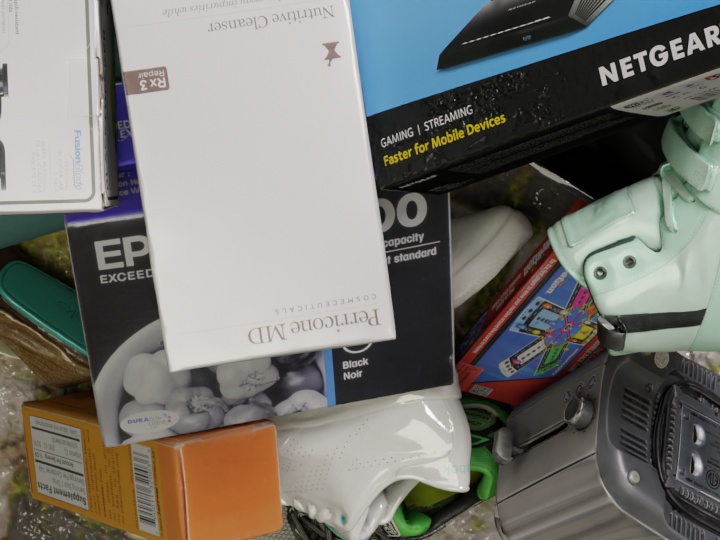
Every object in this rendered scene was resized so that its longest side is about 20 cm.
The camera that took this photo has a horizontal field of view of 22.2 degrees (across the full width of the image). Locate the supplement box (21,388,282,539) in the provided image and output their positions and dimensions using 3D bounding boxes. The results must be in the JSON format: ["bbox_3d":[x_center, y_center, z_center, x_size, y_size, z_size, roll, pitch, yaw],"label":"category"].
[{"bbox_3d":[-0.126,0.111,1.074,0.066,0.200,0.069,-10,101,-34],"label":"supplement box"}]

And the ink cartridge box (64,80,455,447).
[{"bbox_3d":[-0.050,-0.011,0.951,0.198,0.043,0.200,-10,124,-8],"label":"ink cartridge box"}]

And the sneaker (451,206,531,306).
[{"bbox_3d":[0.000,0.000,1.075,0.200,0.075,0.089,-28,94,18],"label":"sneaker"}]

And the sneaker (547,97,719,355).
[{"bbox_3d":[0.142,-0.046,0.846,0.118,0.074,0.201,-9,113,4],"label":"sneaker"}]

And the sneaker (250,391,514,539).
[{"bbox_3d":[0.002,0.135,1.126,0.200,0.085,0.078,-28,106,18],"label":"sneaker"}]

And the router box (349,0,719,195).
[{"bbox_3d":[0.084,-0.131,0.822,0.200,0.051,0.149,-18,76,38],"label":"router box"}]

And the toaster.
[{"bbox_3d":[0.172,0.127,1.061,0.200,0.114,0.129,27,147,-26],"label":"toaster"}]

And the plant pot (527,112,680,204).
[{"bbox_3d":[0.185,-0.134,0.944,0.200,0.177,0.200,32,113,-5],"label":"plant pot"}]

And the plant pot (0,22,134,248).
[{"bbox_3d":[-0.156,-0.118,0.988,0.161,0.201,0.201,-10,110,5],"label":"plant pot"}]

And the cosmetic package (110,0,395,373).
[{"bbox_3d":[-0.052,-0.059,0.868,0.113,0.081,0.200,-10,92,-4],"label":"cosmetic package"}]

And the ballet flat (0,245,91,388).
[{"bbox_3d":[-0.236,0.004,1.123,0.200,0.068,0.072,40,130,-13],"label":"ballet flat"}]

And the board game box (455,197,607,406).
[{"bbox_3d":[0.128,0.029,1.035,0.103,0.019,0.200,15,147,-12],"label":"board game box"}]

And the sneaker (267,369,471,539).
[{"bbox_3d":[-0.022,0.121,1.076,0.200,0.075,0.089,-22,77,35],"label":"sneaker"}]

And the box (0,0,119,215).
[{"bbox_3d":[-0.216,-0.082,0.866,0.200,0.060,0.117,-3,93,0],"label":"box"}]
